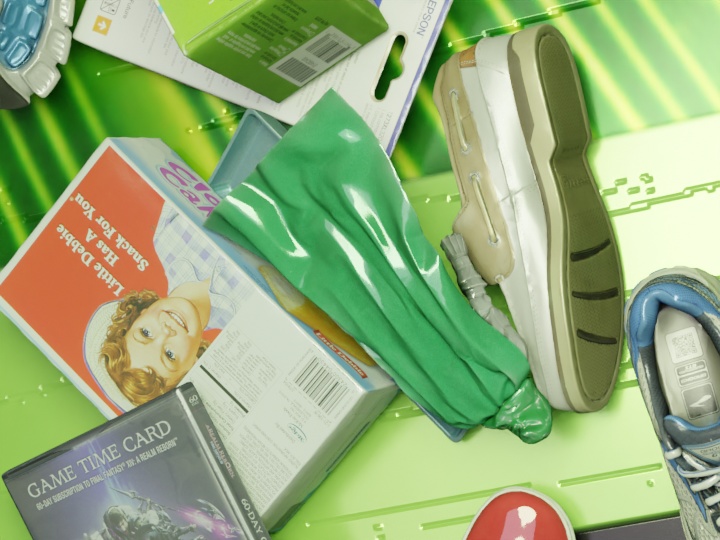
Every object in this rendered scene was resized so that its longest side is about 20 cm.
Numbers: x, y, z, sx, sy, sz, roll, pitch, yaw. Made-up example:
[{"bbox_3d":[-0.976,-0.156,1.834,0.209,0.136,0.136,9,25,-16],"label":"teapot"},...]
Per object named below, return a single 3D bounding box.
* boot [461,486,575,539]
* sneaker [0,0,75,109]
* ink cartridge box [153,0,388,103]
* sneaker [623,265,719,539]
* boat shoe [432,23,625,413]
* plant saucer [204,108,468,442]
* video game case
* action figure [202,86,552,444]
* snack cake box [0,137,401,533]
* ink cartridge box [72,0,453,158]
[{"bbox_3d":[0.053,0.206,1.068,0.072,0.144,0.201,15,89,17],"label":"boot"},{"bbox_3d":[-0.175,-0.193,1.187,0.075,0.087,0.200,23,102,-25],"label":"sneaker"},{"bbox_3d":[-0.081,-0.198,1.098,0.076,0.148,0.200,-33,76,11],"label":"ink cartridge box"},{"bbox_3d":[0.179,0.092,1.071,0.077,0.085,0.200,-27,80,12],"label":"sneaker"},{"bbox_3d":[0.087,-0.023,1.117,0.068,0.075,0.201,-11,83,30],"label":"boat shoe"},{"bbox_3d":[0.000,0.000,1.147,0.200,0.019,0.070,44,131,13],"label":"plant saucer"},{"bbox_3d":[-0.096,0.173,1.130,0.143,0.019,0.200,-26,89,36],"label":"video game case"},{"bbox_3d":[0.024,0.012,1.086,0.200,0.055,0.118,48,131,1],"label":"action figure"},{"bbox_3d":[-0.089,0.036,1.151,0.200,0.067,0.115,44,107,14],"label":"snack cake box"},{"bbox_3d":[-0.053,-0.136,1.177,0.200,0.037,0.095,22,91,18],"label":"ink cartridge box"}]
